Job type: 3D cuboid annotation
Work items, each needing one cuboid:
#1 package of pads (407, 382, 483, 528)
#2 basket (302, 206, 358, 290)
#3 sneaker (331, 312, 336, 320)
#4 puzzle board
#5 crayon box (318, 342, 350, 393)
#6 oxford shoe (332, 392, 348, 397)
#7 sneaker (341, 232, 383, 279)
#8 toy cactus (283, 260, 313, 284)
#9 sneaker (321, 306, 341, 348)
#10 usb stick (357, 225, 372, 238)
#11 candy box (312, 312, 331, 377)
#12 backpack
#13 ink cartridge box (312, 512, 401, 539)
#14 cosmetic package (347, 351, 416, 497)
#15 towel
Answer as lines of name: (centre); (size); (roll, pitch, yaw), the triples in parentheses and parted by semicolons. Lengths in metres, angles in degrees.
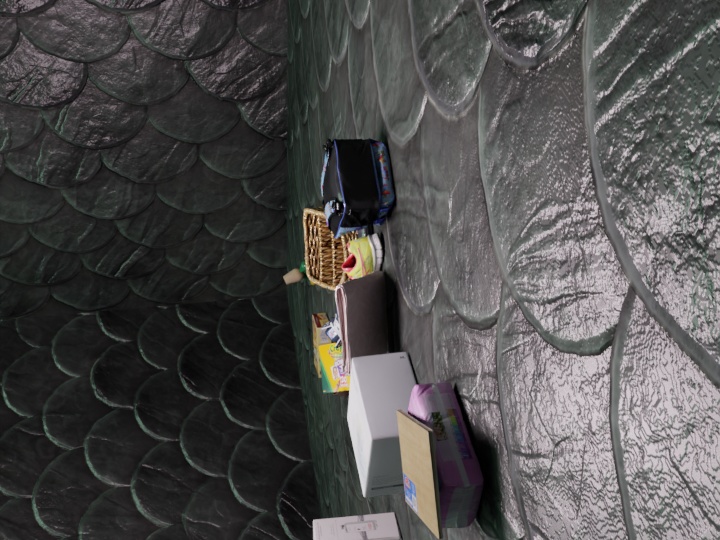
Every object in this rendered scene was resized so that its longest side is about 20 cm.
package of pads: (0.129, 0.287, 1.193); (0.201, 0.075, 0.121); (-106, 18, -48)
basket: (-0.061, -0.050, 1.902); (0.143, 0.148, 0.201); (-118, 26, -66)
sneaker: (-0.043, 0.119, 2.058); (0.201, 0.085, 0.078); (-107, 16, -52)
puzzle board: (0.091, 0.301, 1.158); (0.200, 0.017, 0.152); (170, 94, -80)
crayon box: (-0.020, 0.228, 1.831); (0.200, 0.058, 0.120); (-18, 75, 52)
oxford shoe: (-0.046, 0.294, 2.180); (0.072, 0.072, 0.201); (-106, 16, -51)
sneaker: (0.000, 0.000, 1.746); (0.078, 0.090, 0.201); (-110, 17, -51)
toy cactus: (-0.179, 0.007, 2.592); (0.103, 0.164, 0.200); (63, 172, 6)
sneaker: (-0.043, 0.123, 1.733); (0.070, 0.108, 0.200); (55, -172, 11)
usb stick: (0.007, -0.127, 1.809); (0.055, 0.032, 0.202); (158, 107, -77)
candy box: (-0.137, 0.267, 2.730); (0.116, 0.055, 0.201); (-118, 25, -65)
backpack: (-0.015, -0.165, 1.626); (0.200, 0.134, 0.184); (112, 152, -67)
ink cartridge box: (-0.010, 0.658, 1.793); (0.083, 0.198, 0.147); (-106, 15, -61)
cosmetic package: (0.050, 0.306, 1.519); (0.200, 0.122, 0.201); (-106, 16, -46)
towel: (0.005, 0.107, 1.631); (0.200, 0.032, 0.193); (-19, -72, -64)
